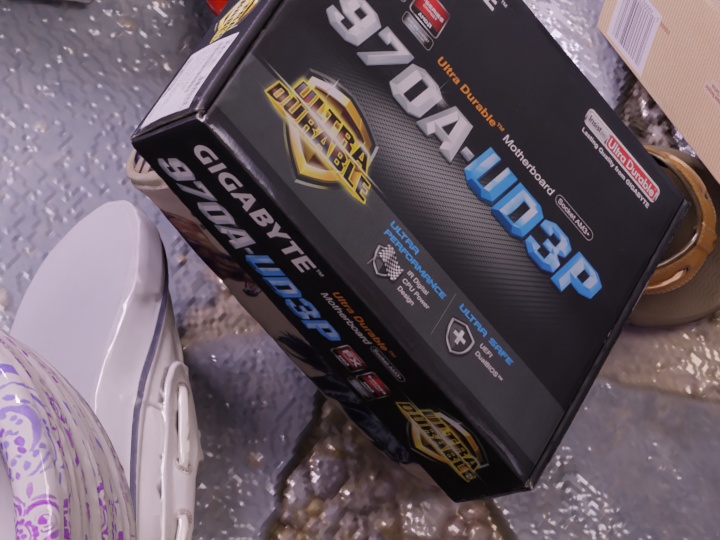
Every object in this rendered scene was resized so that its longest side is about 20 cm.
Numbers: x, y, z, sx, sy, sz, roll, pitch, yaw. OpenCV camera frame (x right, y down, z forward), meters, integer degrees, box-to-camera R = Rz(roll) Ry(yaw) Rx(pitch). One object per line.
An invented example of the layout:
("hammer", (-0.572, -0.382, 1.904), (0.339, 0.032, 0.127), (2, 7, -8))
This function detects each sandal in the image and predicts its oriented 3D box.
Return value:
("sandal", (0.115, -0.026, 1.222), (0.200, 0.054, 0.081), (29, 80, -46))

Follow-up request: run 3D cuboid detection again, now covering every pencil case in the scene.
("pencil case", (0.000, 0.000, 1.142), (0.200, 0.078, 0.090), (48, 57, -22))

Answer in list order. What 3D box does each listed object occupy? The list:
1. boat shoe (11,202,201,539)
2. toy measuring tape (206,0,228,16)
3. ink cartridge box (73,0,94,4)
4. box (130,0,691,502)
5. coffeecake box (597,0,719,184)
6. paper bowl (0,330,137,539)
("boat shoe", (-0.091, 0.065, 1.095), (0.066, 0.072, 0.201), (39, 33, -37))
("toy measuring tape", (-0.019, -0.112, 1.211), (0.073, 0.074, 0.200), (5, 24, -23))
("ink cartridge box", (-0.202, -0.216, 1.207), (0.199, 0.084, 0.176), (4, 59, -23))
("box", (0.024, -0.036, 1.088), (0.200, 0.046, 0.159), (49, 52, -21))
("coffeecake box", (0.233, -0.096, 1.318), (0.199, 0.073, 0.154), (5, 30, -23))
("paper bowl", (-0.168, 0.110, 0.977), (0.104, 0.200, 0.202), (37, 32, -62))
